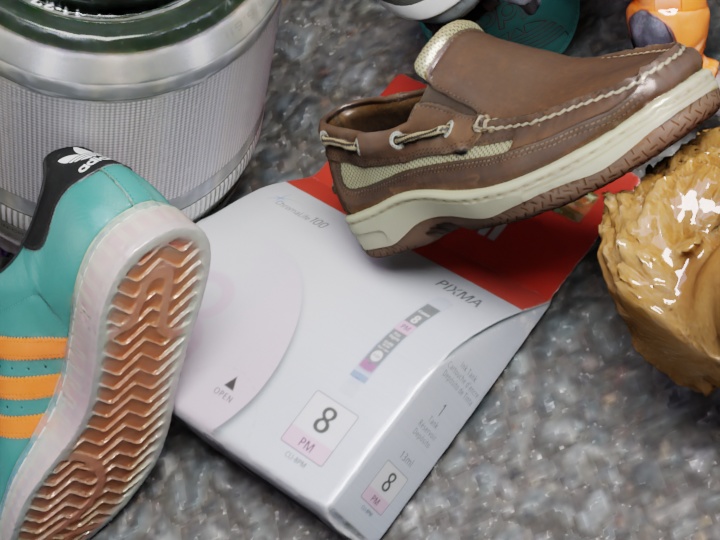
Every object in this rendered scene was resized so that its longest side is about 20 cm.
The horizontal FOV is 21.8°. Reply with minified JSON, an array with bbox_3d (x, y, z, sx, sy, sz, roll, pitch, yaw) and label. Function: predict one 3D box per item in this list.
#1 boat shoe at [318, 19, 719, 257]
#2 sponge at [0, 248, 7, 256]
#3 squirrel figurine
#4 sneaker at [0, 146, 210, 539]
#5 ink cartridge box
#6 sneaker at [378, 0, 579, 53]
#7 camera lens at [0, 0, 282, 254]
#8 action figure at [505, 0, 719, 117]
[{"bbox_3d":[0.047,-0.060,0.724,0.075,0.075,0.202,-35,10,-38],"label":"boat shoe"},{"bbox_3d":[-0.212,-0.084,0.958,0.030,0.112,0.201,-13,53,19],"label":"sponge"},{"bbox_3d":[0.194,-0.022,0.671,0.200,0.142,0.187,26,67,37],"label":"squirrel figurine"},{"bbox_3d":[-0.124,0.037,0.793,0.080,0.071,0.201,45,127,30],"label":"sneaker"},{"bbox_3d":[0.000,0.000,0.822,0.162,0.057,0.200,28,80,40],"label":"ink cartridge box"},{"bbox_3d":[0.050,-0.128,0.822,0.083,0.121,0.200,-31,28,16],"label":"sneaker"},{"bbox_3d":[-0.117,-0.107,0.830,0.159,0.200,0.161,4,61,-8],"label":"camera lens"},{"bbox_3d":[0.128,-0.165,0.765,0.104,0.194,0.201,-3,57,27],"label":"action figure"}]
